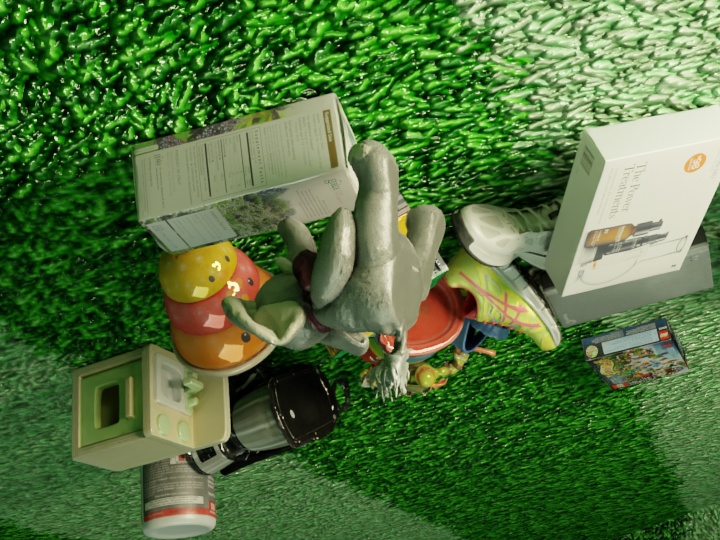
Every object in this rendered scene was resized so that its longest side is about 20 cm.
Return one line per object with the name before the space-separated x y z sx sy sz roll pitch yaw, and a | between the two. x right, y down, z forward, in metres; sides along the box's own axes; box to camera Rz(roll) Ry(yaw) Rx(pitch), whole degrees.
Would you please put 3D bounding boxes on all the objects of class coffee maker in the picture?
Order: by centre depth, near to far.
coffee maker | -0.142 0.234 1.516 0.198 0.137 0.191 -24 152 32

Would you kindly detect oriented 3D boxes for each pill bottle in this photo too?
pill bottle | -0.287 0.307 1.546 0.114 0.203 0.116 -6 156 -3

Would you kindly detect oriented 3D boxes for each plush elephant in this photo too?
plush elephant | -0.025 0.010 0.857 0.152 0.204 0.164 0 166 26

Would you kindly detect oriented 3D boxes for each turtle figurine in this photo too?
turtle figurine | 0.084 0.143 1.407 0.197 0.066 0.161 -14 -174 -13

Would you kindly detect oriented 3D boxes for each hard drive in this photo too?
hard drive | 0.331 0.012 1.224 0.197 0.033 0.140 -17 154 16

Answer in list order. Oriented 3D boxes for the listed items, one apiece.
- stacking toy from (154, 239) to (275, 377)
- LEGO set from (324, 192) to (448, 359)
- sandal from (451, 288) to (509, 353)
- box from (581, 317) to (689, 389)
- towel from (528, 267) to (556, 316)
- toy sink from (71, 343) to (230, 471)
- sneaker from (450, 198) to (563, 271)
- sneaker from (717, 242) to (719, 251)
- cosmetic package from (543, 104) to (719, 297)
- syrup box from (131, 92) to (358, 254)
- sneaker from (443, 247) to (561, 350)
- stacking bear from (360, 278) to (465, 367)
stacking toy | -0.171 0.007 1.057 0.144 0.148 0.201 -13 140 11
LEGO set | 0.000 0.000 1.059 0.152 0.117 0.200 -31 170 -9
sandal | 0.131 0.069 1.301 0.078 0.089 0.199 7 153 -34
box | 0.449 0.139 1.605 0.135 0.038 0.200 -18 154 21
towel | 0.290 0.007 1.278 0.131 0.035 0.199 9 149 -35
toy sink | -0.294 0.186 1.371 0.197 0.133 0.112 -17 154 21
sneaker | 0.192 -0.061 1.076 0.198 0.077 0.115 5 145 -44
sneaker | 0.532 -0.019 1.268 0.198 0.078 0.085 5 142 -41
cosmetic package | 0.282 -0.067 1.013 0.148 0.052 0.202 -14 142 -15
syrup box | -0.100 -0.086 0.899 0.196 0.083 0.079 -14 157 8
sneaker | 0.167 0.035 1.182 0.090 0.079 0.200 -37 120 12
stacking bear | 0.046 0.071 1.263 0.112 0.124 0.200 8 162 -16
